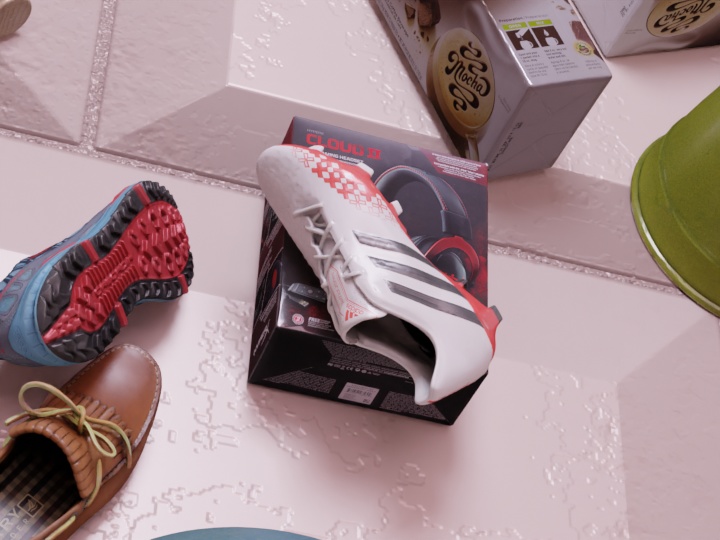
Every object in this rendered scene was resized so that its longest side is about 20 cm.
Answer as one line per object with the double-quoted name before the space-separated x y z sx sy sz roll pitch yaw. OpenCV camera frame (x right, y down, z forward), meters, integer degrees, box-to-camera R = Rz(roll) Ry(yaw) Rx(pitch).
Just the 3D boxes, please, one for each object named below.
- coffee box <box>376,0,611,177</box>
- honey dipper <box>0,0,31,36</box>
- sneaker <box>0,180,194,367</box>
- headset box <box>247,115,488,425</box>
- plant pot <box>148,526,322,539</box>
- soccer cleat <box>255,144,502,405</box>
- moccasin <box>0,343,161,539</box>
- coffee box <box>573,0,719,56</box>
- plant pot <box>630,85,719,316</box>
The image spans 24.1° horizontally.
"coffee box" 0.095 -0.186 1.287 0.079 0.113 0.201 -11 61 -29
"honey dipper" -0.308 -0.248 1.225 0.038 0.038 0.200 -26 65 -35
"sneaker" -0.179 0.000 1.064 0.200 0.095 0.080 -40 116 -61
"headset box" 0.008 -0.009 1.155 0.148 0.075 0.201 14 52 -13
"plant pot" -0.097 0.220 0.891 0.134 0.201 0.200 15 39 37
"soccer cleat" 0.000 0.000 1.055 0.200 0.069 0.085 45 48 7
"moccasin" -0.181 0.112 0.984 0.074 0.078 0.201 39 50 8
"coffee box" 0.294 -0.254 1.433 0.199 0.113 0.080 -9 60 -29
"plant pot" 0.337 -0.087 1.277 0.199 0.193 0.201 11 53 -15
